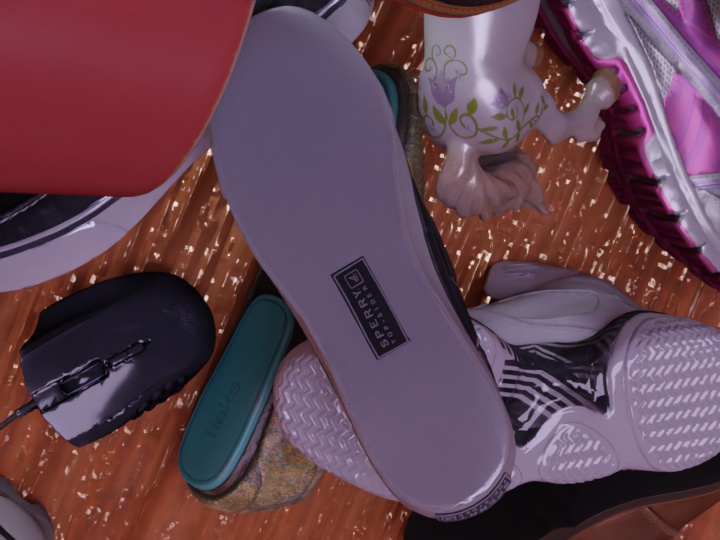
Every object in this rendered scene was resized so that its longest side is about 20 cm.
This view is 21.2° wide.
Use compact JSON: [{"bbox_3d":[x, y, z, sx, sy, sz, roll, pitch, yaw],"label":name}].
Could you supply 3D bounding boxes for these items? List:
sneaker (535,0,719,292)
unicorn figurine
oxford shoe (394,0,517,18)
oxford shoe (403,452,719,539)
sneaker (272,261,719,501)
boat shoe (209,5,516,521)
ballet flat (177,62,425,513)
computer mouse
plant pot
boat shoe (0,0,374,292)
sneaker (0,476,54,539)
[{"bbox_3d":[0.143,-0.076,0.819,0.088,0.081,0.200,-30,108,-5],"label":"sneaker"},{"bbox_3d":[0.042,-0.114,0.708,0.137,0.074,0.201,-18,95,-50],"label":"unicorn figurine"},{"bbox_3d":[0.035,-0.119,0.608,0.200,0.072,0.072,-16,95,-45],"label":"oxford shoe"},{"bbox_3d":[0.115,0.103,0.870,0.199,0.071,0.071,-23,134,-9],"label":"oxford shoe"},{"bbox_3d":[0.052,0.044,0.802,0.199,0.115,0.075,-1,102,-17],"label":"sneaker"},{"bbox_3d":[0.000,0.000,0.706,0.068,0.057,0.201,-23,76,4],"label":"boat shoe"},{"bbox_3d":[-0.013,0.011,0.813,0.070,0.071,0.201,22,95,-18],"label":"ballet flat"},{"bbox_3d":[-0.134,0.055,0.759,0.200,0.034,0.059,-33,96,-35],"label":"computer mouse"},{"bbox_3d":[-0.135,-0.113,0.617,0.177,0.200,0.201,14,98,-25],"label":"plant pot"},{"bbox_3d":[-0.089,-0.072,0.748,0.200,0.072,0.068,-36,133,6],"label":"boat shoe"},{"bbox_3d":[-0.214,0.096,0.764,0.199,0.089,0.074,18,99,-16],"label":"sneaker"}]
